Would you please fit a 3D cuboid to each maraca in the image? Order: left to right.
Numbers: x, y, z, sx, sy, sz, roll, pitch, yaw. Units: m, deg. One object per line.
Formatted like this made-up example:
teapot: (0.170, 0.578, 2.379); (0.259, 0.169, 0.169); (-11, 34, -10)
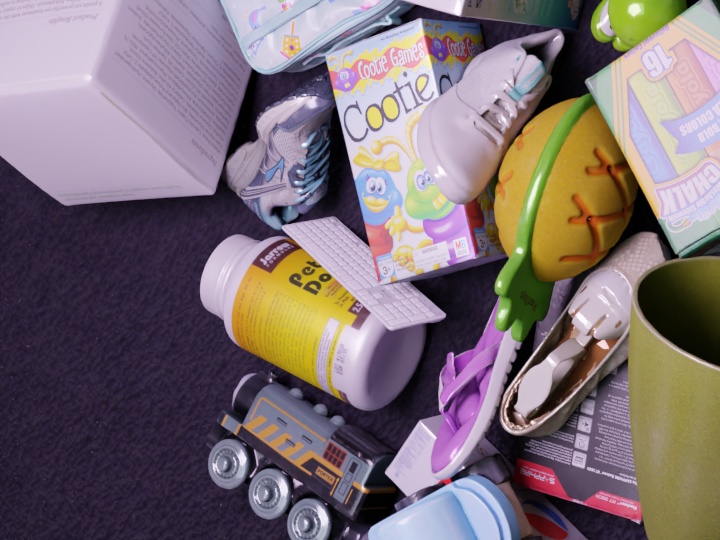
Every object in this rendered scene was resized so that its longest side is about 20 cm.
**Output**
maraca: (0.153, -0.042, 1.359); (0.106, 0.137, 0.202); (21, 86, 28)

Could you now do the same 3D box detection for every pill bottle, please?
pill bottle: (-0.046, 0.039, 1.560); (0.199, 0.109, 0.110); (25, 107, 30)

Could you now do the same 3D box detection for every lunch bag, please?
lunch bag: (-0.035, -0.271, 1.545); (0.199, 0.077, 0.162); (-28, 78, 33)

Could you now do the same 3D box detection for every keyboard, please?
keyboard: (0.000, 0.000, 1.516); (0.200, 0.056, 0.011); (42, 129, 49)

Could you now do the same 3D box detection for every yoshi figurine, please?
yoshi figurine: (0.245, -0.250, 1.340); (0.112, 0.112, 0.201); (35, 116, 20)

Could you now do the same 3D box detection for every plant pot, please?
plant pot: (0.279, 0.122, 1.321); (0.186, 0.186, 0.202); (25, 123, 30)

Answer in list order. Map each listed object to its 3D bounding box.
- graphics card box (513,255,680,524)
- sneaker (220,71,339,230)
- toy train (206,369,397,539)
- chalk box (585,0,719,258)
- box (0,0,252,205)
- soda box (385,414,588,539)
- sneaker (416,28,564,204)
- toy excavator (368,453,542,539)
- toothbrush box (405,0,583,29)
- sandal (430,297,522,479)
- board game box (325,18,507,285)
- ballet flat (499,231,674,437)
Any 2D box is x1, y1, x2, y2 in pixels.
graphics card box: (0.201, 0.091, 1.431); (0.124, 0.051, 0.203); (13, 102, 33)
sneaker: (-0.052, -0.104, 1.557); (0.087, 0.077, 0.200); (53, 149, 6)
toy train: (-0.053, 0.176, 1.600); (0.199, 0.085, 0.115); (32, 99, 30)
chalk box: (0.285, -0.090, 1.314); (0.124, 0.124, 0.202); (-34, 76, 32)
box: (-0.236, -0.183, 1.589); (0.197, 0.200, 0.173); (-2, 61, 34)
soda box: (0.118, 0.212, 1.487); (0.200, 0.068, 0.064); (45, 117, 23)
sneaker: (0.110, -0.135, 1.388); (0.088, 0.201, 0.075); (-30, 112, 39)
toy excavator: (0.025, 0.237, 1.390); (0.194, 0.199, 0.101); (-33, 75, 32)
toothbrush box: (0.079, -0.254, 1.395); (0.145, 0.199, 0.086); (22, 106, 31)
sandal: (0.091, 0.081, 1.442); (0.049, 0.204, 0.082); (31, 150, -9)
board game box: (0.060, -0.100, 1.479); (0.102, 0.104, 0.202); (-16, 86, 34)
ballet flat: (0.178, 0.057, 1.376); (0.067, 0.062, 0.201); (42, 114, 24)
